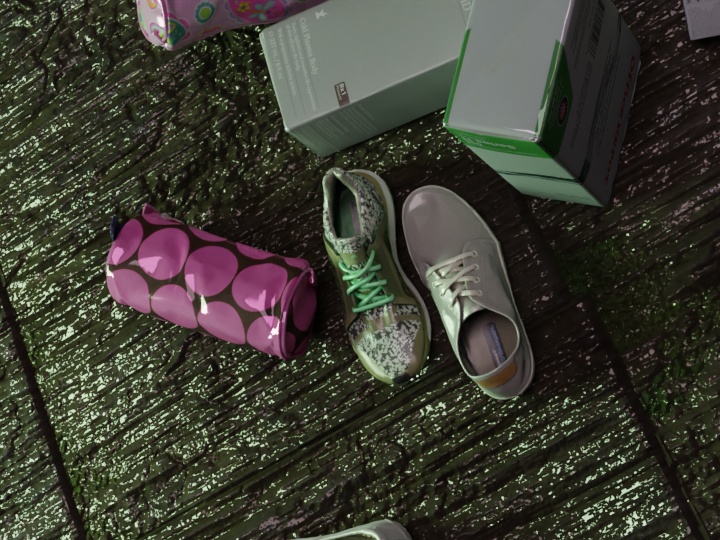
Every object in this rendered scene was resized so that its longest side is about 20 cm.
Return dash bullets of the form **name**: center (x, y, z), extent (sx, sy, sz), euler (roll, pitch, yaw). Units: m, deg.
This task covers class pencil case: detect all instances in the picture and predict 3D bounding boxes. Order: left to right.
- **pencil case**: center (-0.129, 0.009, 1.298), extent (0.198, 0.091, 0.094), euler (18, 72, 21)
- **pencil case**: center (-0.098, -0.250, 1.292), extent (0.198, 0.088, 0.088), euler (-15, 69, -24)

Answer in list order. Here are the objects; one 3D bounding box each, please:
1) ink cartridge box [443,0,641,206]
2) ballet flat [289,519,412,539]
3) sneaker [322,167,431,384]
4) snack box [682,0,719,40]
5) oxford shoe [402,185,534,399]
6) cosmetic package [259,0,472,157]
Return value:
- **ink cartridge box**: center (0.150, -0.147, 1.159), extent (0.082, 0.200, 0.148), euler (10, 82, 26)
- **ballet flat**: center (-0.052, 0.255, 1.224), extent (0.199, 0.069, 0.070), euler (-22, 71, 16)
- **sneaker**: center (0.000, 0.000, 1.245), extent (0.076, 0.089, 0.202), euler (-22, 72, 15)
- **snack box**: center (0.298, -0.285, 1.146), extent (0.115, 0.201, 0.037), euler (-7, 33, 20)
- **oxford shoe**: center (0.088, 0.012, 1.226), extent (0.075, 0.058, 0.201), euler (-28, 68, 16)
- **cosmetic package**: center (0.026, -0.189, 1.278), extent (0.199, 0.090, 0.108), euler (-24, 68, 19)
